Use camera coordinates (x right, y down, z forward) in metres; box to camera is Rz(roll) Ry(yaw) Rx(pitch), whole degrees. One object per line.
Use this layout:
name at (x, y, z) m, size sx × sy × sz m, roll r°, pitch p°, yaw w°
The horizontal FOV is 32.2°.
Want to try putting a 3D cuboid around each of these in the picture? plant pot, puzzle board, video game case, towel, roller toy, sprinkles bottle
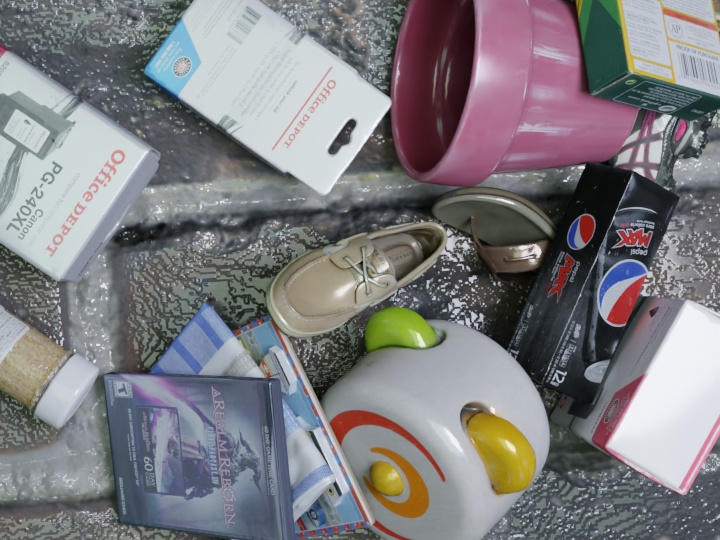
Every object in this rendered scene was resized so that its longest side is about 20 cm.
plant pot at (0.143, -0.168, 1.115) m, size 0.179 × 0.200 × 0.200 m, roll 5°, pitch 89°, yaw -19°
puzzle board at (-0.075, 0.146, 1.116) m, size 0.017 × 0.151 × 0.200 m, roll -26°, pitch 91°, yaw -37°
video game case at (-0.146, 0.163, 1.105) m, size 0.200 × 0.019 × 0.143 m, roll -1°, pitch 97°, yaw 36°
towel at (-0.118, 0.147, 1.108) m, size 0.200 × 0.024 × 0.147 m, roll 52°, pitch 125°, yaw 15°
roller toy at (0.059, 0.150, 1.085) m, size 0.200 × 0.183 × 0.140 m, roll 34°, pitch 47°, yaw 21°
sprinkles bottle at (-0.338, 0.063, 1.133) m, size 0.200 × 0.068 × 0.068 m, roll 34°, pitch 88°, yaw -3°

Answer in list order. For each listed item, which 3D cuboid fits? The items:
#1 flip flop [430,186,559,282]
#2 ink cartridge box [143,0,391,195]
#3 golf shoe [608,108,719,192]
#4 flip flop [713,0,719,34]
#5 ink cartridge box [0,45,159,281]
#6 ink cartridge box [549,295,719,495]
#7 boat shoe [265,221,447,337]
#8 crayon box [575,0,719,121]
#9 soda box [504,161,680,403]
flip flop at (0.151, -0.010, 1.149) m, size 0.200 × 0.081 × 0.058 m, roll 37°, pitch 59°, yaw -16°
ink cartridge box at (-0.083, -0.166, 1.151) m, size 0.200 × 0.067 × 0.116 m, roll 36°, pitch 87°, yaw -2°
golf shoe at (0.262, -0.097, 1.181) m, size 0.088 × 0.077 × 0.200 m, roll 30°, pitch 88°, yaw 19°
flip flop at (0.336, -0.229, 1.175) m, size 0.200 × 0.081 × 0.058 m, roll 15°, pitch 70°, yaw 1°
ink cartridge box at (-0.303, -0.102, 1.120) m, size 0.200 × 0.083 × 0.145 m, roll 34°, pitch 88°, yaw -3°
ink cartridge box at (0.256, 0.101, 1.106) m, size 0.085 × 0.200 × 0.146 m, roll 30°, pitch 88°, yaw -2°
boat shoe at (0.000, 0.000, 1.103) m, size 0.200 × 0.065 × 0.072 m, roll -22°, pitch 83°, yaw -44°
crayon box at (0.244, -0.237, 1.073) m, size 0.126 × 0.052 × 0.200 m, roll 8°, pitch 69°, yaw -34°
soda box at (0.201, 0.010, 1.097) m, size 0.063 × 0.071 × 0.200 m, roll 23°, pitch 91°, yaw -30°
